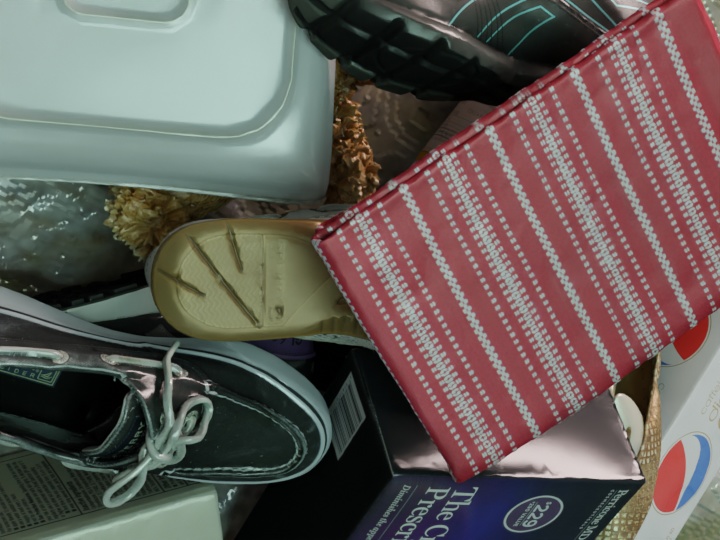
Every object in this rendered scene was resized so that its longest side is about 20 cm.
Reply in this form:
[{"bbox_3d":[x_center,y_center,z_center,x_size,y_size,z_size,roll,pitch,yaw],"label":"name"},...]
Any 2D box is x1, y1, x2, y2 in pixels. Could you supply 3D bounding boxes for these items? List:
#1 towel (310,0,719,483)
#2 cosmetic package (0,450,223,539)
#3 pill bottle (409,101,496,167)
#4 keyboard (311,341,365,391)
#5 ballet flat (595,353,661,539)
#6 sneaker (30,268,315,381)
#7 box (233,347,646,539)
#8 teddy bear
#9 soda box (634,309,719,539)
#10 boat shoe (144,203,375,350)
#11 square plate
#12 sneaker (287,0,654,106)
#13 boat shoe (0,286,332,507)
[{"bbox_3d":[0.092,-0.015,0.731,0.200,0.022,0.145,-34,115,-7],"label":"towel"},{"bbox_3d":[-0.172,0.148,0.802,0.200,0.103,0.087,-12,111,-20],"label":"cosmetic package"},{"bbox_3d":[0.092,-0.048,0.853,0.112,0.112,0.200,38,89,-31],"label":"pill bottle"},{"bbox_3d":[0.062,0.069,0.922,0.200,0.040,0.104,19,98,-28],"label":"keyboard"},{"bbox_3d":[0.127,0.054,0.894,0.065,0.070,0.200,51,45,-61],"label":"ballet flat"},{"bbox_3d":[-0.112,0.048,0.799,0.200,0.076,0.088,-14,97,-20],"label":"sneaker"},{"bbox_3d":[0.029,0.131,0.854,0.141,0.079,0.200,2,139,-28],"label":"box"},{"bbox_3d":[-0.046,-0.087,0.788,0.200,0.067,0.145,-16,93,-16],"label":"teddy bear"},{"bbox_3d":[0.174,0.072,0.945,0.068,0.064,0.200,37,85,-46],"label":"soda box"},{"bbox_3d":[0.000,0.000,0.774,0.200,0.069,0.071,6,97,-16],"label":"boat shoe"},{"bbox_3d":[-0.102,-0.134,0.733,0.198,0.028,0.200,4,94,-12],"label":"square plate"},{"bbox_3d":[0.061,-0.112,0.753,0.200,0.075,0.079,16,77,-24],"label":"sneaker"},{"bbox_3d":[-0.099,0.061,0.736,0.199,0.068,0.074,24,110,-25],"label":"boat shoe"}]
